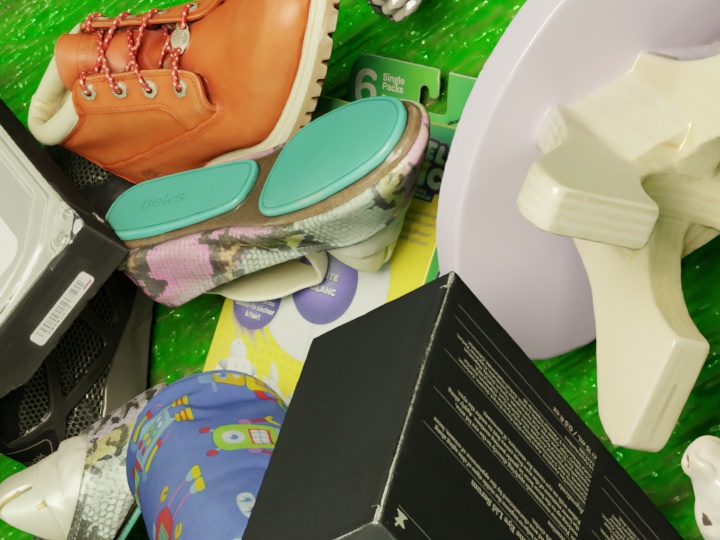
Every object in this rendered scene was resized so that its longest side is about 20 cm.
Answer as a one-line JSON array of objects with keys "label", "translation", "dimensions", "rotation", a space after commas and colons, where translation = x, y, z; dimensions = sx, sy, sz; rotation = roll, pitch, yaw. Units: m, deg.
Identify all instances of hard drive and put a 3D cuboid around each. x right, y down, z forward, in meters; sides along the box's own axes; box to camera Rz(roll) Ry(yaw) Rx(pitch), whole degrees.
[{"label": "hard drive", "translation": [-0.202, -0.012, 1.249], "dimensions": [0.140, 0.038, 0.200], "rotation": [-50, 43, 7]}]

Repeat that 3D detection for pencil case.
[{"label": "pencil case", "translation": [-0.041, 0.110, 1.097], "dimensions": [0.200, 0.087, 0.078], "rotation": [-127, 34, -65]}]

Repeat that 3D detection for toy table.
[{"label": "toy table", "translation": [0.120, -0.032, 1.056], "dimensions": [0.117, 0.183, 0.200], "rotation": [49, 133, 52]}]

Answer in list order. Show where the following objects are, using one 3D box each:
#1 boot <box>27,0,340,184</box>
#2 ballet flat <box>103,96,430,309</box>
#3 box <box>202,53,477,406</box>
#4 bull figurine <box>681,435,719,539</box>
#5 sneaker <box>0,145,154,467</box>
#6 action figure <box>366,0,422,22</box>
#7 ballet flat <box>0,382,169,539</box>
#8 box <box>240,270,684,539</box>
[{"label": "boot", "translation": [-0.081, -0.091, 1.219], "dimensions": [0.200, 0.107, 0.075], "rotation": [-37, 39, 54]}, {"label": "ballet flat", "translation": [-0.029, -0.024, 1.172], "dimensions": [0.200, 0.071, 0.069], "rotation": [-17, 37, 41]}, {"label": "box", "translation": [0.000, 0.000, 1.216], "dimensions": [0.117, 0.048, 0.201], "rotation": [16, 86, 41]}, {"label": "bull figurine", "translation": [0.203, 0.116, 0.994], "dimensions": [0.200, 0.065, 0.122], "rotation": [51, 143, 29]}, {"label": "sneaker", "translation": [-0.159, -0.003, 1.300], "dimensions": [0.076, 0.114, 0.200], "rotation": [-11, 68, 47]}, {"label": "action figure", "translation": [0.021, -0.181, 1.207], "dimensions": [0.200, 0.102, 0.119], "rotation": [-18, 100, 30]}, {"label": "ballet flat", "translation": [-0.149, 0.135, 1.261], "dimensions": [0.072, 0.072, 0.201], "rotation": [41, 113, 39]}, {"label": "box", "translation": [0.053, 0.124, 1.009], "dimensions": [0.079, 0.200, 0.141], "rotation": [-27, 27, 30]}]
